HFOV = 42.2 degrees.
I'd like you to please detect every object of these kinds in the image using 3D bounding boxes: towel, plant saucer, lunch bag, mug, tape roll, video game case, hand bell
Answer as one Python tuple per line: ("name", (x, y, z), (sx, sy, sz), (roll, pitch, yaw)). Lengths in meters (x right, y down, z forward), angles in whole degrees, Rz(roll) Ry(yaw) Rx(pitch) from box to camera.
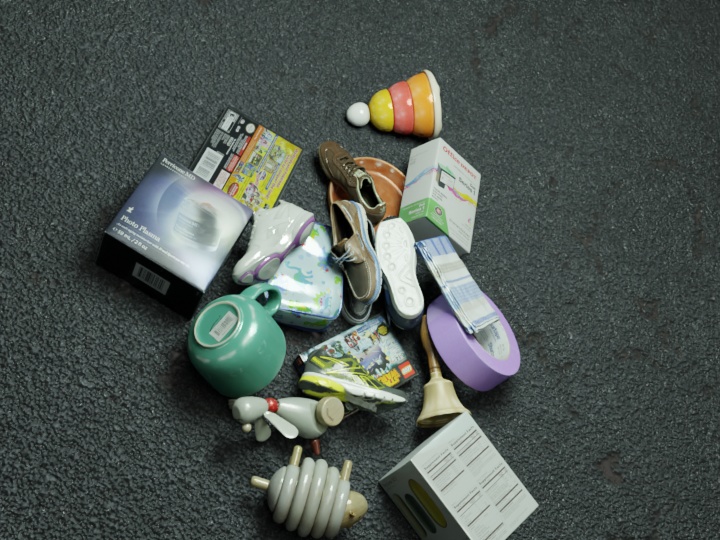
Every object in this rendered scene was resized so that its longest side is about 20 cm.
("towel", (0.184, 0.023, 1.739), (0.201, 0.024, 0.146), (59, 27, 10))
("plant saucer", (0.026, -0.136, 1.889), (0.197, 0.032, 0.203), (10, 62, -19))
("lunch bag", (-0.114, 0.003, 1.724), (0.159, 0.083, 0.203), (12, 60, -19))
("mug", (-0.214, 0.105, 1.568), (0.150, 0.115, 0.187), (-15, 52, 16))
("tape roll", (0.215, 0.125, 1.769), (0.199, 0.065, 0.202), (35, 34, -29))
("video game case", (-0.223, -0.206, 1.818), (0.179, 0.026, 0.202), (29, 56, -8))
("hand bell", (0.138, 0.178, 1.724), (0.103, 0.104, 0.203), (1, 67, -23))

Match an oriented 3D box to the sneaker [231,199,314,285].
("sneaker", (-0.171, -0.050, 1.656), (0.099, 0.075, 0.200), (33, 54, 15))

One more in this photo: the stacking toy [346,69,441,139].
("stacking toy", (0.066, -0.341, 1.978), (0.197, 0.147, 0.148), (-8, 67, -7))

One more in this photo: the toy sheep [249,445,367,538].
("toy sheep", (-0.084, 0.368, 1.527), (0.197, 0.138, 0.139), (14, 58, 0))

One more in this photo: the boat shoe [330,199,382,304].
("boat shoe", (-0.020, -0.033, 1.700), (0.072, 0.072, 0.203), (11, 57, -47))

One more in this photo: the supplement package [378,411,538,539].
("supplement package", (0.166, 0.385, 1.611), (0.150, 0.152, 0.201), (-33, 81, -32))

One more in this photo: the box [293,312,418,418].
("box", (-0.007, 0.178, 1.708), (0.198, 0.040, 0.138), (-26, 78, -32))

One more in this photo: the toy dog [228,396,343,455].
("toy dog", (-0.125, 0.262, 1.566), (0.197, 0.132, 0.098), (2, 78, -19))

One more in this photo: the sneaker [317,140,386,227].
("sneaker", (-0.008, -0.184, 1.834), (0.070, 0.076, 0.201), (-28, 79, -32))

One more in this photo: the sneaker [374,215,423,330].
("sneaker", (0.069, 0.013, 1.768), (0.079, 0.147, 0.203), (-12, 75, -6))

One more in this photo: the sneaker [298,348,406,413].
("sneaker", (-0.008, 0.189, 1.632), (0.197, 0.075, 0.086), (17, 60, -16))

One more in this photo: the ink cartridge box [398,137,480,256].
("ink cartridge box", (0.162, -0.144, 1.894), (0.144, 0.083, 0.202), (36, 52, -34))

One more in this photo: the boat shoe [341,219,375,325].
("boat shoe", (0.000, 0.000, 1.770), (0.071, 0.068, 0.203), (9, 74, -15))

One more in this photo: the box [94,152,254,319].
("box", (-0.325, -0.062, 1.641), (0.198, 0.123, 0.200), (31, 55, -7))
